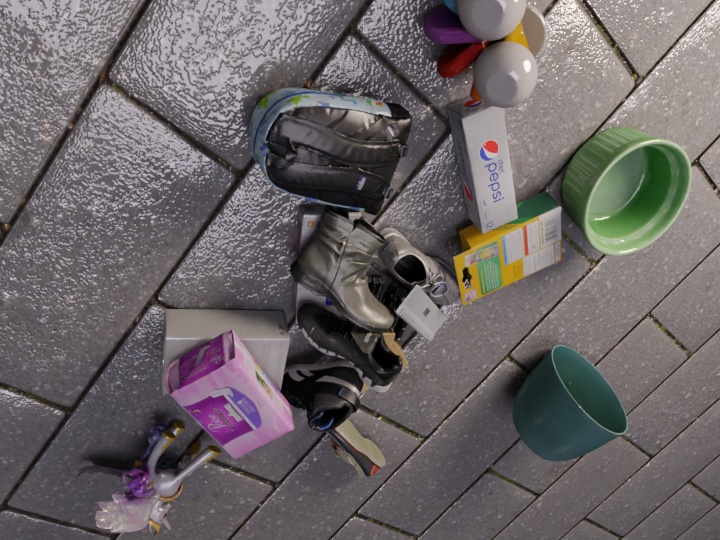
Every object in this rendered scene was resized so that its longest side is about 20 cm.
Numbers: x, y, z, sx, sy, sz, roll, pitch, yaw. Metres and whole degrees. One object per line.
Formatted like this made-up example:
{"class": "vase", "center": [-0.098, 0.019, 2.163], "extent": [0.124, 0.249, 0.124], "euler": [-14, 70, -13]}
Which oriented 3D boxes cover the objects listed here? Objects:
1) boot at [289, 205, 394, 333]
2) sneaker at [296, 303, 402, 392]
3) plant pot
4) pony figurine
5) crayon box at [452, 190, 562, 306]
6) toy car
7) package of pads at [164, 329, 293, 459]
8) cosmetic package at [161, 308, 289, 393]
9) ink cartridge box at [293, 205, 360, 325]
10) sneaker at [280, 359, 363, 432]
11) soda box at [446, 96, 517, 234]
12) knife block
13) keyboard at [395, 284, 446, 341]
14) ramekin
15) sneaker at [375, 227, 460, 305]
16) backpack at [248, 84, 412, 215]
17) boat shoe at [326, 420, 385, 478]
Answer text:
{"class": "boot", "center": [0.000, 0.000, 0.912], "extent": [0.198, 0.068, 0.132], "euler": [34, 107, -18]}
{"class": "sneaker", "center": [-0.010, 0.110, 0.952], "extent": [0.198, 0.067, 0.090], "euler": [39, 139, -7]}
{"class": "plant pot", "center": [0.401, 0.281, 1.203], "extent": [0.197, 0.204, 0.162], "euler": [23, 124, -29]}
{"class": "pony figurine", "center": [-0.366, 0.365, 1.040], "extent": [0.192, 0.166, 0.203], "euler": [33, 92, -40]}
{"class": "crayon box", "center": [0.244, -0.036, 1.023], "extent": [0.195, 0.052, 0.127], "euler": [-25, 135, -3]}
{"class": "toy car", "center": [0.157, -0.318, 0.784], "extent": [0.146, 0.177, 0.203], "euler": [-2, 132, 28]}
{"class": "package of pads", "center": [-0.196, 0.197, 0.922], "extent": [0.118, 0.076, 0.202], "euler": [-27, 129, 2]}
{"class": "cosmetic package", "center": [-0.220, 0.130, 0.969], "extent": [0.194, 0.082, 0.116], "euler": [5, 119, -19]}
{"class": "ink cartridge box", "center": [-0.057, -0.005, 0.964], "extent": [0.092, 0.037, 0.205], "euler": [-2, 119, -17]}
{"class": "sneaker", "center": [-0.089, 0.218, 1.005], "extent": [0.196, 0.113, 0.074], "euler": [-18, 122, 28]}
{"class": "soda box", "center": [0.191, -0.164, 0.928], "extent": [0.067, 0.064, 0.204], "euler": [-22, 125, -4]}
{"class": "knife block", "center": [0.002, 0.114, 1.041], "extent": [0.197, 0.064, 0.177], "euler": [-32, 124, 3]}
{"class": "keyboard", "center": [0.107, 0.077, 1.026], "extent": [0.057, 0.011, 0.200], "euler": [-56, 152, -5]}
{"class": "ramekin", "center": [0.435, -0.138, 1.004], "extent": [0.194, 0.098, 0.205], "euler": [-8, 123, -13]}
{"class": "sneaker", "center": [0.099, 0.013, 0.997], "extent": [0.197, 0.083, 0.075], "euler": [31, 109, -31]}
{"class": "backpack", "center": [-0.053, -0.169, 0.811], "extent": [0.196, 0.154, 0.166], "euler": [-9, 132, -38]}
{"class": "boat shoe", "center": [-0.022, 0.347, 1.178], "extent": [0.062, 0.072, 0.201], "euler": [-33, 129, 8]}
